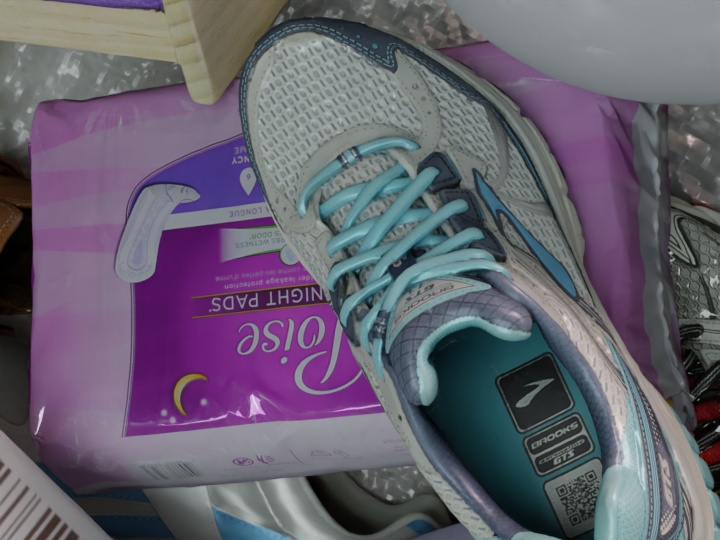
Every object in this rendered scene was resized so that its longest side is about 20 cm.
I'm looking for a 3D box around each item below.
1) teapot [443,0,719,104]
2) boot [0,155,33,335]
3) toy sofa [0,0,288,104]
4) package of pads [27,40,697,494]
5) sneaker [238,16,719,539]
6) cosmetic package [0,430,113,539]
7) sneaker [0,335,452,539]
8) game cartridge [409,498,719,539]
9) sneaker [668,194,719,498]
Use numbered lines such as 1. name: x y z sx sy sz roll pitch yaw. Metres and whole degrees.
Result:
1. teapot: 0.085 -0.142 0.720 0.199 0.146 0.199 -9 87 2
2. boot: -0.189 0.001 0.873 0.154 0.200 0.077 20 119 18
3. toy sofa: -0.121 -0.122 0.852 0.199 0.083 0.098 9 133 23
4. package of pads: 0.000 0.000 0.837 0.199 0.076 0.121 -7 75 18
5. sneaker: 0.028 0.006 0.740 0.077 0.086 0.200 -38 71 8
6. cosmetic package: -0.161 0.164 0.798 0.165 0.165 0.200 44 130 -6
7. sneaker: -0.063 0.064 0.924 0.199 0.077 0.081 32 99 0
8. game cartridge: 0.080 0.131 0.835 0.199 0.040 0.134 -11 114 33
9. sneaker: 0.123 0.061 0.860 0.078 0.082 0.200 -36 87 20
